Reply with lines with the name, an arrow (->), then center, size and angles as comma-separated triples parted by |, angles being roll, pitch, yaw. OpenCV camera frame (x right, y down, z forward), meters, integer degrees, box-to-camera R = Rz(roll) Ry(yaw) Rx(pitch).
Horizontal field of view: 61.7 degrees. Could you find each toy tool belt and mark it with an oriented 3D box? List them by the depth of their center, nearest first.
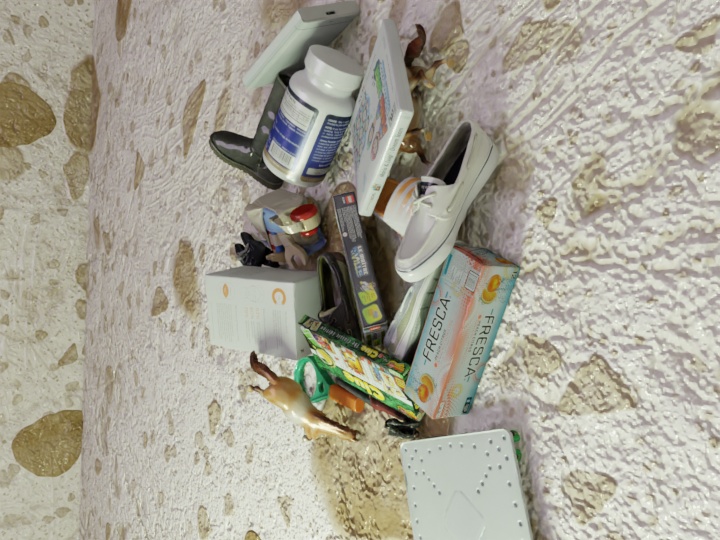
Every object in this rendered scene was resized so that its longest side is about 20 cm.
toy tool belt -> -0.113, -0.063, 1.039 | 0.199, 0.124, 0.125 | 25, 139, 55

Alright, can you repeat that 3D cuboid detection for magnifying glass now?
magnifying glass -> -0.058, 0.197, 1.008 | 0.198, 0.022, 0.082 | 10, 96, 53

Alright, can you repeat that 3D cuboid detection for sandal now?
sandal -> 0.054, -0.091, 0.815 | 0.080, 0.059, 0.206 | -56, 40, -3

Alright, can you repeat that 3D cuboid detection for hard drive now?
hard drive -> -0.103, -0.375, 1.009 | 0.199, 0.131, 0.027 | -24, 95, 51

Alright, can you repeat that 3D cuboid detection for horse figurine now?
horse figurine -> 0.070, -0.222, 0.822 | 0.132, 0.049, 0.205 | 30, 119, 60
horse figurine -> -0.106, 0.212, 0.950 | 0.200, 0.050, 0.132 | 48, 150, -12

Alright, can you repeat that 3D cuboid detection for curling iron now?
curling iron -> 0.018, 0.192, 0.884 | 0.199, 0.049, 0.026 | 26, 110, 54

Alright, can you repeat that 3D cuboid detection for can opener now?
can opener -> -0.221, -0.034, 1.199 | 0.064, 0.078, 0.199 | -57, 29, -3

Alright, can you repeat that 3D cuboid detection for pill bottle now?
pill bottle -> -0.075, -0.248, 0.975 | 0.117, 0.114, 0.202 | 57, 131, 37

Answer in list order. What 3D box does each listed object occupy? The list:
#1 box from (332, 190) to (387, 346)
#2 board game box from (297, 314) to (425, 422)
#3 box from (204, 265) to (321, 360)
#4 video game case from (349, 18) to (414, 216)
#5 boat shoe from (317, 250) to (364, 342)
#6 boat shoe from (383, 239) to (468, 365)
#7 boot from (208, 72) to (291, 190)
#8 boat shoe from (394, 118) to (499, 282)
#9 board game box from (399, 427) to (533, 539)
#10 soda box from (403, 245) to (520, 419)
box -> 0.000, 0.000, 0.878 | 0.110, 0.034, 0.204 | 82, 175, -69
board game box -> 0.000, 0.134, 0.846 | 0.198, 0.024, 0.106 | 21, 147, 39
box -> -0.157, 0.065, 1.019 | 0.197, 0.097, 0.127 | 5, 102, 33
video game case -> 0.023, -0.212, 0.837 | 0.183, 0.023, 0.203 | 114, 156, -48
boat shoe -> -0.037, 0.070, 0.947 | 0.073, 0.064, 0.205 | -23, 71, 48
boat shoe -> 0.080, 0.042, 0.784 | 0.065, 0.073, 0.205 | 48, 132, 39
boot -> -0.177, -0.266, 1.097 | 0.201, 0.179, 0.073 | -59, 3, 45
boat shoe -> 0.092, -0.085, 0.706 | 0.202, 0.066, 0.072 | -55, 37, -5
board game box -> 0.133, 0.305, 0.734 | 0.199, 0.025, 0.204 | -27, 66, 50
soda box -> 0.120, 0.074, 0.728 | 0.063, 0.067, 0.204 | 37, 117, 49
